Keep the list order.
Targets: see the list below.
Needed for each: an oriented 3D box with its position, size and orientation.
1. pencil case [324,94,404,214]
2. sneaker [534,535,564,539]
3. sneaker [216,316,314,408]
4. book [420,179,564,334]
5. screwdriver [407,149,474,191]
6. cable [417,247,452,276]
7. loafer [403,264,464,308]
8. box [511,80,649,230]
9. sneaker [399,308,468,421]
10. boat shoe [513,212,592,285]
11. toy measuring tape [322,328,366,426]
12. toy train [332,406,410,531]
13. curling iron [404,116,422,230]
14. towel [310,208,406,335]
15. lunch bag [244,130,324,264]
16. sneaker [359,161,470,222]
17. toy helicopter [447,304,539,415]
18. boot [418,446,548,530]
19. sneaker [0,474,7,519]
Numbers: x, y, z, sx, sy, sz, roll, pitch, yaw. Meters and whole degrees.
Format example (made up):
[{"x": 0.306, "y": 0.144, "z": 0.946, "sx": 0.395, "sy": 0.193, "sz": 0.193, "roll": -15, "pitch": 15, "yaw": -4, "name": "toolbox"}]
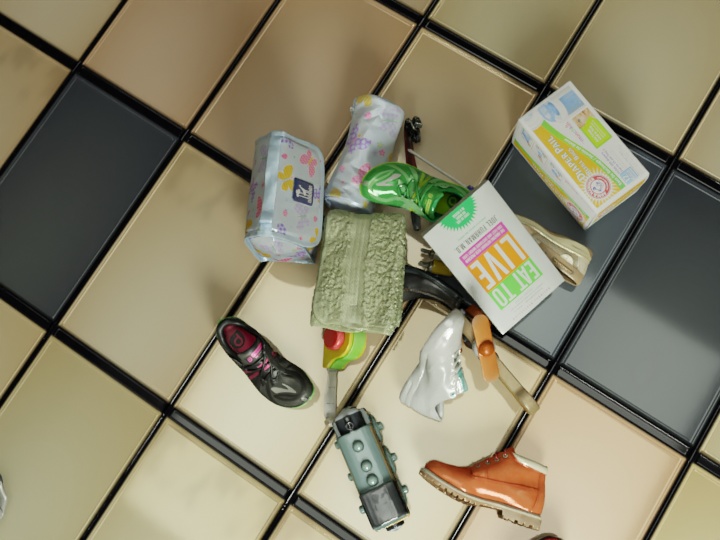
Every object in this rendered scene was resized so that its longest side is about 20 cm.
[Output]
[{"x": 0.006, "y": -0.191, "z": 1.366, "sx": 0.090, "sy": 0.083, "sz": 0.202, "roll": 19, "pitch": 81, "yaw": -14, "name": "pencil case"}, {"x": 0.228, "y": 0.465, "z": 1.210, "sx": 0.200, "sy": 0.085, "sz": 0.077, "roll": -42, "pitch": 78, "yaw": -5, "name": "sneaker"}, {"x": -0.161, "y": 0.149, "z": 1.307, "sx": 0.199, "sy": 0.084, "sz": 0.077, "roll": 37, "pitch": 83, "yaw": 11, "name": "sneaker"}, {"x": 0.207, "y": -0.022, "z": 1.279, "sx": 0.133, "sy": 0.048, "sz": 0.200, "roll": -40, "pitch": 98, "yaw": 5, "name": "book"}, {"x": 0.163, "y": -0.146, "z": 1.354, "sx": 0.199, "sy": 0.029, "sz": 0.028, "roll": 34, "pitch": 85, "yaw": -6, "name": "screwdriver"}, {"x": 0.197, "y": -0.007, "z": 1.347, "sx": 0.198, "sy": 0.050, "sz": 0.098, "roll": 28, "pitch": 69, "yaw": -3, "name": "cable"}, {"x": 0.071, "y": 0.024, "z": 1.329, "sx": 0.198, "sy": 0.073, "sz": 0.073, "roll": 24, "pitch": 90, "yaw": 19, "name": "loafer"}, {"x": 0.353, "y": -0.184, "z": 1.329, "sx": 0.112, "sy": 0.101, "sz": 0.201, "roll": -37, "pitch": 78, "yaw": -4, "name": "box"}, {"x": 0.132, "y": 0.147, "z": 1.247, "sx": 0.088, "sy": 0.201, "sz": 0.075, "roll": 34, "pitch": 40, "yaw": 18, "name": "sneaker"}, {"x": 0.273, "y": -0.039, "z": 1.321, "sx": 0.198, "sy": 0.071, "sz": 0.065, "roll": 23, "pitch": 80, "yaw": 7, "name": "boat shoe"}, {"x": -0.025, "y": 0.147, "z": 1.303, "sx": 0.073, "sy": 0.074, "sz": 0.203, "roll": 2, "pitch": 80, "yaw": 5, "name": "toy measuring tape"}, {"x": 0.016, "y": 0.301, "z": 1.247, "sx": 0.084, "sy": 0.114, "sz": 0.202, "roll": -22, "pitch": 77, "yaw": -1, "name": "toy train"}, {"x": 0.088, "y": -0.166, "z": 1.376, "sx": 0.025, "sy": 0.050, "sz": 0.203, "roll": 2, "pitch": 79, "yaw": -11, "name": "curling iron"}, {"x": 0.000, "y": 0.000, "z": 1.288, "sx": 0.146, "sy": 0.037, "sz": 0.203, "roll": 4, "pitch": 72, "yaw": 12, "name": "towel"}, {"x": -0.118, "y": -0.109, "z": 1.300, "sx": 0.125, "sy": 0.200, "sz": 0.172, "roll": 3, "pitch": 77, "yaw": 5, "name": "lunch bag"}, {"x": 0.097, "y": -0.123, "z": 1.305, "sx": 0.197, "sy": 0.084, "sz": 0.075, "roll": 11, "pitch": 104, "yaw": -8, "name": "sneaker"}, {"x": 0.205, "y": 0.137, "z": 1.257, "sx": 0.079, "sy": 0.132, "sz": 0.200, "roll": -39, "pitch": 78, "yaw": -5, "name": "toy helicopter"}, {"x": 0.191, "y": 0.314, "z": 1.257, "sx": 0.198, "sy": 0.075, "sz": 0.108, "roll": 19, "pitch": 77, "yaw": -1, "name": "boot"}, {"x": -0.660, "y": 0.383, "z": 1.300, "sx": 0.146, "sy": 0.077, "sz": 0.203, "roll": 39, "pitch": 82, "yaw": 14, "name": "sneaker"}]
